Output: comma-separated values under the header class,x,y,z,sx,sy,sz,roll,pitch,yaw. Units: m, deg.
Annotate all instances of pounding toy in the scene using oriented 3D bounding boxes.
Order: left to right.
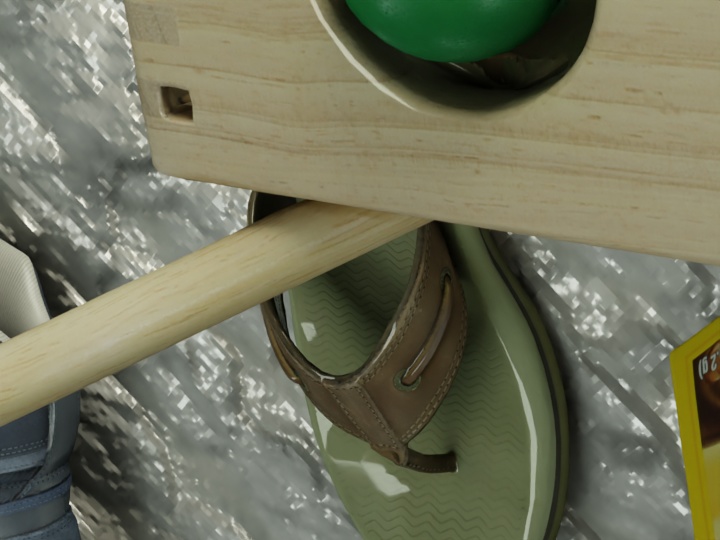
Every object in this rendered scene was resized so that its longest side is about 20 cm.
class,x,y,z,sx,sy,sz,roll,pitch,yaw
pounding toy,0.035,-0.060,0.562,0.183,0.200,0.143,10,121,32

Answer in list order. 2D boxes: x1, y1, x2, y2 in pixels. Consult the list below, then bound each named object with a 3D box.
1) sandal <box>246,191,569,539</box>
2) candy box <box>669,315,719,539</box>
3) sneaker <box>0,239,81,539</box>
class,x,y,z,sx,sy,sz,roll,pitch,yaw
sandal,-0.001,-0.001,0.720,0.079,0.057,0.202,2,116,36
candy box,0.142,0.017,0.605,0.200,0.026,0.103,-42,44,43
sneaker,-0.176,0.047,0.837,0.201,0.077,0.147,4,111,13
